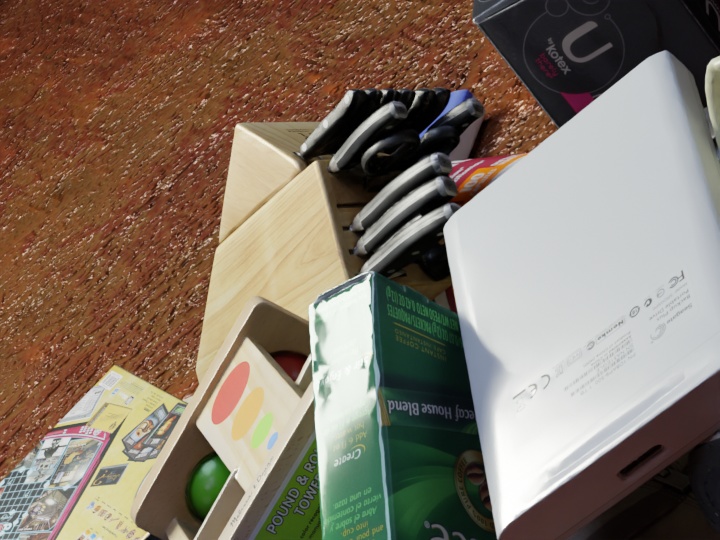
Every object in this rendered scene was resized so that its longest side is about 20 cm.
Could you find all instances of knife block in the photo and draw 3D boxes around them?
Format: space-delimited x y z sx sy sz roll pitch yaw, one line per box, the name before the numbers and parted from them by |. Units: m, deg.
knife block | 0.000 0.000 1.466 0.175 0.064 0.201 36 121 50

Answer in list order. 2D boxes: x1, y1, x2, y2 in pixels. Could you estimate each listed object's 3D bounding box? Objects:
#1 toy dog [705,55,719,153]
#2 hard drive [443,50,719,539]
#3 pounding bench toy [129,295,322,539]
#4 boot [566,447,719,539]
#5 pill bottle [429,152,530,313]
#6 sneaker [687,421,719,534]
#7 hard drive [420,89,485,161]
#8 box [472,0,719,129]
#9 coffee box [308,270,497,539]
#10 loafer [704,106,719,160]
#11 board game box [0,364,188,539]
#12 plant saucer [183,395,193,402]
toy dog | 0.270 -0.035 1.221 0.200 0.194 0.140 -23 21 -14
hard drive | 0.098 0.011 1.235 0.132 0.027 0.200 -39 33 22
pounding bench toy | -0.035 0.138 1.411 0.200 0.124 0.156 -60 21 4
boot | 0.120 0.146 1.204 0.200 0.070 0.146 -30 31 -19
pill bottle | 0.048 0.000 1.552 0.200 0.113 0.113 -4 42 56
sneaker | 0.228 0.072 1.162 0.199 0.075 0.085 -3 22 16
hard drive | -0.004 -0.017 1.781 0.132 0.025 0.200 -25 28 35
box | 0.140 -0.168 1.697 0.106 0.122 0.200 -31 24 22
coffee box | 0.038 0.112 1.259 0.044 0.123 0.201 -27 52 34
loafer | 0.192 -0.049 1.461 0.200 0.073 0.071 -43 21 -5
board game box | -0.132 0.125 1.586 0.136 0.035 0.200 -46 23 -11
plant saucer | -0.102 0.135 1.631 0.200 0.051 0.201 -35 24 18
